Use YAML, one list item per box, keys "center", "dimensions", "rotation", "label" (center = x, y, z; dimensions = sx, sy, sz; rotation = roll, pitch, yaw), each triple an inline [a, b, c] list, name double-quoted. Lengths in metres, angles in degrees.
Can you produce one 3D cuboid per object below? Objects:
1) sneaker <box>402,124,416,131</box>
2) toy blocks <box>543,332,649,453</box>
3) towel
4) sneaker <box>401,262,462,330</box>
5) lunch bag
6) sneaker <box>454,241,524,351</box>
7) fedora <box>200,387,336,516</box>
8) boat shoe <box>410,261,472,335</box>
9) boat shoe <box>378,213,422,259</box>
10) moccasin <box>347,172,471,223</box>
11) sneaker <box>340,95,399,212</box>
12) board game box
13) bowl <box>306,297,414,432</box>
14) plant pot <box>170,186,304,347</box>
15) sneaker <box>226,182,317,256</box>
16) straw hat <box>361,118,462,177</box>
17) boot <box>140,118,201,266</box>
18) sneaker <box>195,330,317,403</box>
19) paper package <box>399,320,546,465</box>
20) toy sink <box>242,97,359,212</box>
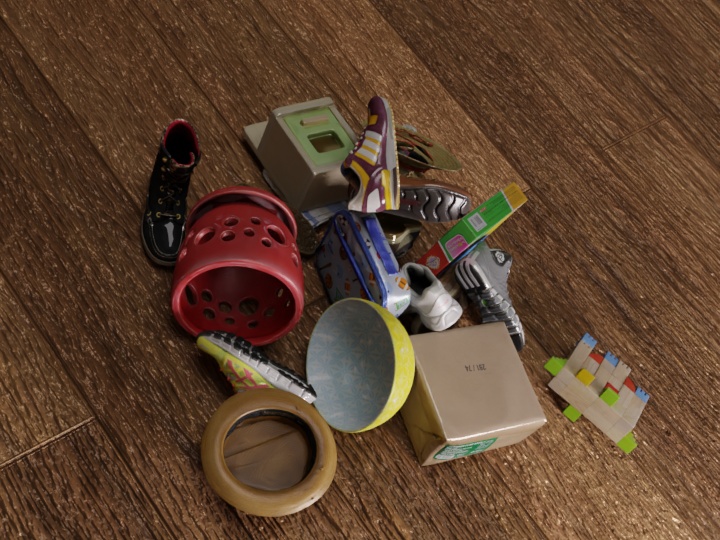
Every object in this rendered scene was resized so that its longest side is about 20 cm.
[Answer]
- center: [0.077, -0.191, 1.843]
  dimensions: [0.077, 0.099, 0.202]
  rotation: [22, 39, -31]
  label: "sneaker"
- center: [0.415, 0.197, 1.767]
  dimensions: [0.200, 0.100, 0.137]
  rotation: [41, 39, 8]
  label: "toy blocks"
- center: [-0.063, -0.155, 1.837]
  dimensions: [0.199, 0.024, 0.147]
  rotation: [-26, 68, -38]
  label: "towel"
- center: [0.084, 0.022, 1.677]
  dimensions: [0.078, 0.199, 0.100]
  rotation: [-40, 122, -22]
  label: "sneaker"
- center: [0.000, 0.000, 1.664]
  dimensions: [0.075, 0.161, 0.202]
  rotation: [-12, 63, -31]
  label: "lunch bag"
- center: [0.244, 0.035, 1.758]
  dimensions: [0.116, 0.074, 0.201]
  rotation: [-52, 121, -38]
  label: "sneaker"
- center: [-0.135, 0.266, 1.462]
  dimensions: [0.198, 0.082, 0.203]
  rotation: [10, 56, -16]
  label: "fedora"
- center: [0.140, 0.050, 1.759]
  dimensions: [0.064, 0.073, 0.200]
  rotation: [21, 47, 31]
  label: "boat shoe"
- center: [0.056, -0.055, 1.766]
  dimensions: [0.072, 0.066, 0.200]
  rotation: [18, 14, 15]
  label: "boat shoe"
- center: [0.079, -0.122, 1.654]
  dimensions: [0.198, 0.074, 0.078]
  rotation: [2, 34, 2]
  label: "moccasin"
- center: [0.011, -0.184, 1.595]
  dimensions: [0.089, 0.075, 0.202]
  rotation: [-5, 61, -2]
  label: "sneaker"
- center: [0.178, -0.057, 1.758]
  dimensions: [0.152, 0.200, 0.040]
  rotation: [-35, 83, -37]
  label: "board game box"
- center: [0.019, 0.144, 1.567]
  dimensions: [0.107, 0.200, 0.202]
  rotation: [6, 52, -43]
  label: "bowl"
- center: [-0.185, -0.010, 1.572]
  dimensions: [0.198, 0.201, 0.184]
  rotation: [12, 43, -16]
  label: "plant pot"
- center: [-0.166, -0.080, 1.705]
  dimensions: [0.199, 0.089, 0.068]
  rotation: [33, 58, -40]
  label: "sneaker"
- center: [0.071, -0.177, 1.743]
  dimensions: [0.199, 0.086, 0.201]
  rotation: [22, 20, -8]
  label: "straw hat"
- center: [-0.297, -0.125, 1.625]
  dimensions: [0.072, 0.151, 0.202]
  rotation: [10, 53, -17]
  label: "boot"
- center: [-0.167, 0.164, 1.521]
  dimensions: [0.199, 0.091, 0.078]
  rotation: [35, 7, -2]
  label: "sneaker"
- center: [0.166, 0.193, 1.640]
  dimensions: [0.198, 0.104, 0.192]
  rotation: [-6, 59, -28]
  label: "paper package"
- center: [-0.094, -0.220, 1.783]
  dimensions: [0.129, 0.112, 0.201]
  rotation: [-17, 62, -35]
  label: "toy sink"
